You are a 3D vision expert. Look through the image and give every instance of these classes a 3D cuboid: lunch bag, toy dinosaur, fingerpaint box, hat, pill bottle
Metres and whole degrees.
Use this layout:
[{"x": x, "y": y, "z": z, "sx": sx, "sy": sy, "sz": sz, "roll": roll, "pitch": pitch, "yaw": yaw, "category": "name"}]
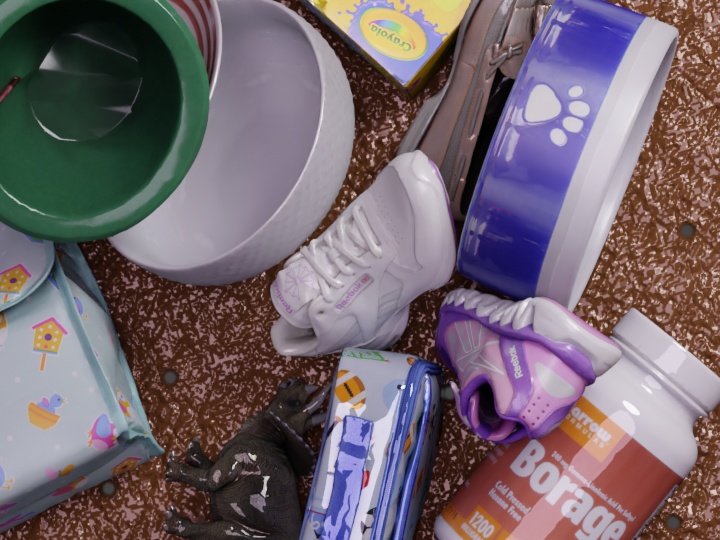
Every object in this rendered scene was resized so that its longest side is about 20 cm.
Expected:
[{"x": -0.250, "y": 0.063, "z": 1.581, "sx": 0.169, "sy": 0.122, "sz": 0.201, "roll": -25, "pitch": 75, "yaw": 5, "category": "lunch bag"}, {"x": -0.078, "y": 0.167, "z": 1.579, "sx": 0.101, "sy": 0.077, "sz": 0.202, "roll": 6, "pitch": 85, "yaw": 13, "category": "toy dinosaur"}, {"x": 0.003, "y": 0.152, "z": 1.528, "sx": 0.075, "sy": 0.160, "sz": 0.202, "roll": 11, "pitch": 88, "yaw": 7, "category": "lunch bag"}, {"x": 0.014, "y": -0.246, "z": 1.588, "sx": 0.200, "sy": 0.073, "sz": 0.167, "roll": 41, "pitch": 91, "yaw": 7, "category": "fingerpaint box"}, {"x": -0.187, "y": -0.128, "z": 1.553, "sx": 0.165, "sy": 0.176, "sz": 0.201, "roll": 34, "pitch": 92, "yaw": -14, "category": "hat"}, {"x": 0.149, "y": 0.128, "z": 1.538, "sx": 0.112, "sy": 0.112, "sz": 0.200, "roll": 39, "pitch": 92, "yaw": 6, "category": "pill bottle"}]

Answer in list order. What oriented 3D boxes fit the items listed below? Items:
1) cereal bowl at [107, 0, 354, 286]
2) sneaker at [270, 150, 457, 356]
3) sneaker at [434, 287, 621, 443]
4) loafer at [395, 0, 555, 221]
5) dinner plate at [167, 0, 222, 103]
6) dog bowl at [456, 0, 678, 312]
[{"x": -0.082, "y": -0.079, "z": 1.566, "sx": 0.199, "sy": 0.083, "sz": 0.202, "roll": -15, "pitch": 63, "yaw": 31, "category": "cereal bowl"}, {"x": 0.000, "y": 0.000, "z": 1.515, "sx": 0.099, "sy": 0.200, "sz": 0.075, "roll": -12, "pitch": 60, "yaw": -28, "category": "sneaker"}, {"x": 0.089, "y": 0.067, "z": 1.505, "sx": 0.080, "sy": 0.200, "sz": 0.089, "roll": 32, "pitch": 80, "yaw": -16, "category": "sneaker"}, {"x": 0.093, "y": -0.126, "z": 1.554, "sx": 0.063, "sy": 0.072, "sz": 0.201, "roll": 42, "pitch": 115, "yaw": 32, "category": "loafer"}, {"x": -0.166, "y": -0.120, "z": 1.579, "sx": 0.199, "sy": 0.024, "sz": 0.202, "roll": -16, "pitch": 61, "yaw": 31, "category": "dinner plate"}, {"x": 0.134, "y": -0.075, "z": 1.505, "sx": 0.078, "sy": 0.200, "sz": 0.201, "roll": 22, "pitch": 90, "yaw": 8, "category": "dog bowl"}]
